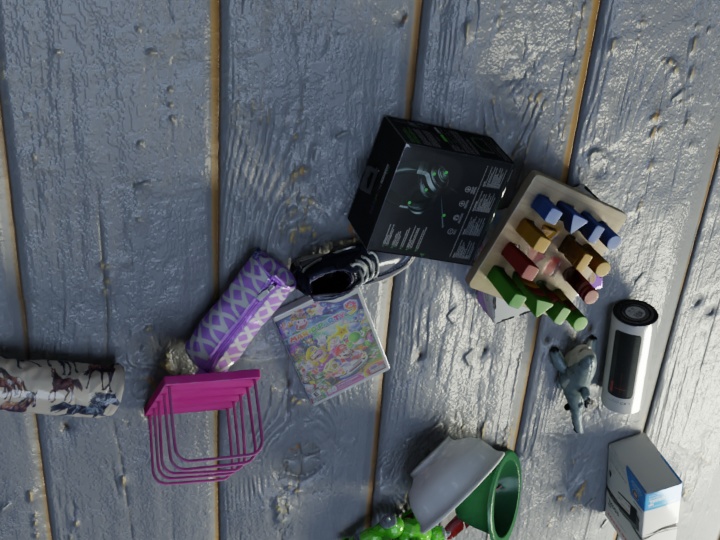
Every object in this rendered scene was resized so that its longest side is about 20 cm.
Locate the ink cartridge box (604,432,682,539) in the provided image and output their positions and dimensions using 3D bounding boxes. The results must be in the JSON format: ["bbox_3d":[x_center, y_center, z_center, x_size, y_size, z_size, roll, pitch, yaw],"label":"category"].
[{"bbox_3d":[0.544,0.442,2.078,0.083,0.145,0.202,-14,126,-11],"label":"ink cartridge box"}]

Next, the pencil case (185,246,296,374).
[{"bbox_3d":[-0.174,0.066,1.568,0.083,0.086,0.201,30,108,-27],"label":"pencil case"}]

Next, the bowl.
[{"bbox_3d":[0.149,0.354,1.864,0.201,0.201,0.090,-45,83,10],"label":"bowl"}]

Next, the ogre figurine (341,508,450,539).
[{"bbox_3d":[0.074,0.493,1.952,0.199,0.099,0.120,31,124,-10],"label":"ogre figurine"}]

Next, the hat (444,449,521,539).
[{"bbox_3d":[0.188,0.421,1.986,0.166,0.174,0.202,49,51,-53],"label":"hat"}]

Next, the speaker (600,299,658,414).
[{"bbox_3d":[0.475,0.155,1.902,0.080,0.081,0.202,-11,126,-15],"label":"speaker"}]

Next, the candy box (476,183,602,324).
[{"bbox_3d":[0.282,-0.026,1.707,0.198,0.072,0.169,-17,127,-12],"label":"candy box"}]

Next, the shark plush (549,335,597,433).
[{"bbox_3d":[0.378,0.209,1.894,0.090,0.084,0.202,-4,123,-20],"label":"shark plush"}]

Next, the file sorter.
[{"bbox_3d":[-0.229,0.234,1.570,0.137,0.127,0.200,-2,161,-21],"label":"file sorter"}]

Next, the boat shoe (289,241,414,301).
[{"bbox_3d":[0.000,0.000,1.584,0.198,0.093,0.076,-17,109,-11],"label":"boat shoe"}]

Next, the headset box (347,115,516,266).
[{"bbox_3d":[0.095,-0.113,1.557,0.198,0.093,0.176,6,119,-26],"label":"headset box"}]

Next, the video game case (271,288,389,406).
[{"bbox_3d":[-0.044,0.113,1.696,0.142,0.018,0.201,-25,127,-5],"label":"video game case"}]

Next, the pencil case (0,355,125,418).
[{"bbox_3d":[-0.433,0.162,1.524,0.198,0.090,0.078,8,125,-29],"label":"pencil case"}]

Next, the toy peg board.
[{"bbox_3d":[0.298,-0.014,1.614,0.198,0.098,0.200,19,112,-32],"label":"toy peg board"}]
